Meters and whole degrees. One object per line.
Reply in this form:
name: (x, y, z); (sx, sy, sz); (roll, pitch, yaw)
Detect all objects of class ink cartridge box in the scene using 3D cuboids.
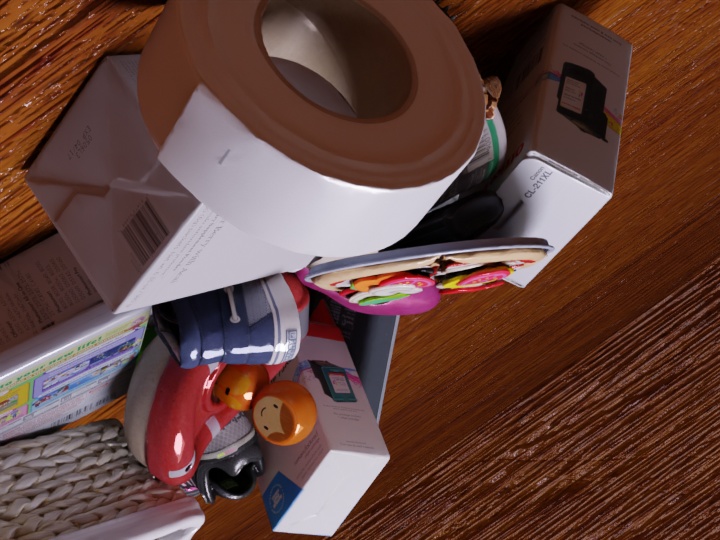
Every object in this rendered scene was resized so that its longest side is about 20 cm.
ink cartridge box: (-0.254, 0.044, 1.111); (0.200, 0.067, 0.116); (-30, 165, -17)
ink cartridge box: (-0.055, 0.128, 1.369); (0.067, 0.200, 0.116); (10, 128, -32)
ink cartridge box: (0.156, -0.107, 1.291); (0.146, 0.083, 0.200); (-51, -162, 46)

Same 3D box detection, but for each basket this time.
basket: (-0.247, 0.209, 1.162); (0.136, 0.123, 0.200); (-51, 159, 27)

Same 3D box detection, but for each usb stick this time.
usb stick: (0.062, -0.032, 1.204); (0.055, 0.033, 0.200); (-28, -178, -16)

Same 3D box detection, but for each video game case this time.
video game case: (-0.252, 0.094, 1.097); (0.200, 0.022, 0.182); (-27, 164, -25)

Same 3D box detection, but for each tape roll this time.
tape roll: (-0.028, -0.108, 0.882); (0.202, 0.203, 0.071); (-21, 161, -41)

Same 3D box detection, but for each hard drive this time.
hard drive: (-0.021, 0.086, 1.421); (0.033, 0.201, 0.139); (9, -177, -33)

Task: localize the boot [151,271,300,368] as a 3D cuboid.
boot: (-0.118, 0.000, 1.112); (0.090, 0.200, 0.073); (-4, 122, -22)

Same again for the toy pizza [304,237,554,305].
toy pizza: (0.055, 0.003, 1.178); (0.199, 0.032, 0.200); (-7, 176, 0)

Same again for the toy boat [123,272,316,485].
toy boat: (-0.093, 0.094, 1.192); (0.200, 0.131, 0.131); (-45, 157, -30)

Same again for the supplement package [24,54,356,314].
supplement package: (-0.098, -0.067, 1.008); (0.200, 0.120, 0.121); (-15, 153, -52)

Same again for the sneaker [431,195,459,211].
sneaker: (0.041, -0.085, 1.368); (0.079, 0.076, 0.200); (-29, 164, 34)

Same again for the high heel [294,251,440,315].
high heel: (0.000, 0.000, 1.288); (0.068, 0.200, 0.096); (-64, -154, -2)

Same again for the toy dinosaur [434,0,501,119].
toy dinosaur: (0.045, -0.133, 1.080); (0.102, 0.136, 0.200); (-38, 164, 7)

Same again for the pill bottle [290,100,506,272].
pill bottle: (0.008, -0.085, 1.188); (0.200, 0.113, 0.113); (-28, 163, -20)

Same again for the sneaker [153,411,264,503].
sneaker: (-0.136, 0.178, 1.349); (0.074, 0.088, 0.200); (-26, 162, -29)

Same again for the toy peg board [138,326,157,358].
toy peg board: (-0.133, 0.065, 1.368); (0.199, 0.098, 0.200); (-30, 164, -18)

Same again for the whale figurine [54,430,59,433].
whale figurine: (-0.314, 0.139, 1.258); (0.200, 0.104, 0.159); (-59, 153, 0)
